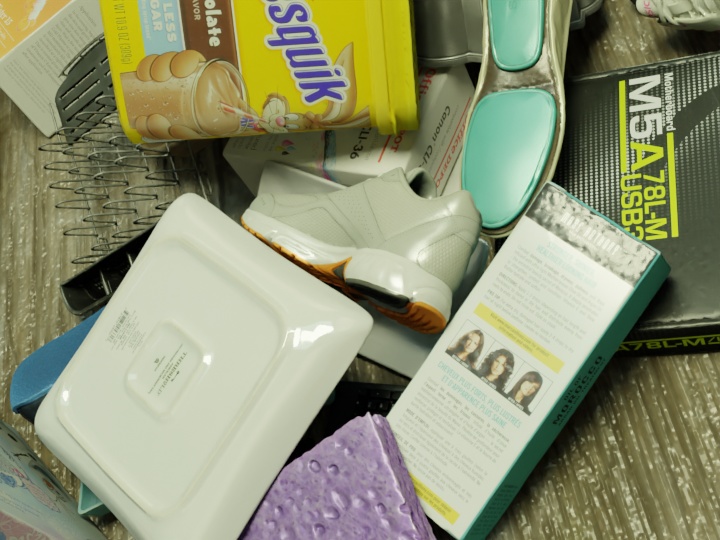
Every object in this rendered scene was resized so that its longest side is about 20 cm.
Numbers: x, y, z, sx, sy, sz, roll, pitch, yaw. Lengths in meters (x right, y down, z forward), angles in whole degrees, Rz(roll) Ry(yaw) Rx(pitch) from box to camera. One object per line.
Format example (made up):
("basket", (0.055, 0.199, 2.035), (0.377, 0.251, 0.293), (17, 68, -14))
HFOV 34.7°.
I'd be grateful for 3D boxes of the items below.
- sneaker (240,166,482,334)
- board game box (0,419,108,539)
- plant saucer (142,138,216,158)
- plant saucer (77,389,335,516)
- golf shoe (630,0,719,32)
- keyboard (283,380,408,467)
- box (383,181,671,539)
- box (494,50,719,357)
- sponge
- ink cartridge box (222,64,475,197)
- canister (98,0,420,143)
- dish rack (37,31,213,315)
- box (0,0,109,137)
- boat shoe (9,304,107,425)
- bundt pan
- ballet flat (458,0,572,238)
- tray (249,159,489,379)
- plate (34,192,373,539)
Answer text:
("sneaker", (0.004, -0.028, 0.750), (0.199, 0.076, 0.092), (22, 76, 46))
("board game box", (-0.251, 0.131, 0.742), (0.043, 0.200, 0.199), (-49, 51, -9))
("plant saucer", (-0.109, -0.170, 0.937), (0.200, 0.029, 0.201), (-39, 30, 28))
("plant saucer", (-0.105, 0.107, 0.795), (0.199, 0.019, 0.070), (-28, 34, 10))
("golf shoe", (0.236, -0.185, 0.773), (0.092, 0.073, 0.200), (-27, 18, 11))
("keyboard", (-0.019, 0.158, 0.719), (0.103, 0.040, 0.201), (-1, 58, 24))
("box", (0.092, 0.055, 0.685), (0.082, 0.049, 0.201), (36, 94, 26))
("box", (0.184, -0.042, 0.746), (0.192, 0.048, 0.201), (-7, 60, 24))
("sponge", (-0.045, 0.183, 0.677), (0.199, 0.030, 0.112), (-36, 60, 18))
("ink cartridge box", (0.012, -0.103, 0.858), (0.199, 0.068, 0.117), (10, 63, 30))
("canister", (-0.064, -0.161, 0.766), (0.198, 0.150, 0.087), (-4, 23, 5))
("dish rack", (-0.187, -0.082, 0.878), (0.153, 0.054, 0.201), (-26, 77, 37))
("box", (-0.259, -0.243, 1.060), (0.200, 0.098, 0.124), (-41, 51, -5))
("boat shoe", (-0.157, 0.057, 0.836), (0.199, 0.069, 0.085), (-23, 41, 16))
("bundt pan", (0.081, -0.232, 0.862), (0.200, 0.076, 0.203), (-9, 34, 6))
("ballet flat", (0.108, -0.117, 0.753), (0.069, 0.069, 0.202), (6, 85, 28))
("tray", (0.000, 0.000, 0.801), (0.199, 0.022, 0.108), (23, 106, 34))
("plate", (-0.115, 0.065, 0.728), (0.200, 0.032, 0.200), (33, 90, 38))
